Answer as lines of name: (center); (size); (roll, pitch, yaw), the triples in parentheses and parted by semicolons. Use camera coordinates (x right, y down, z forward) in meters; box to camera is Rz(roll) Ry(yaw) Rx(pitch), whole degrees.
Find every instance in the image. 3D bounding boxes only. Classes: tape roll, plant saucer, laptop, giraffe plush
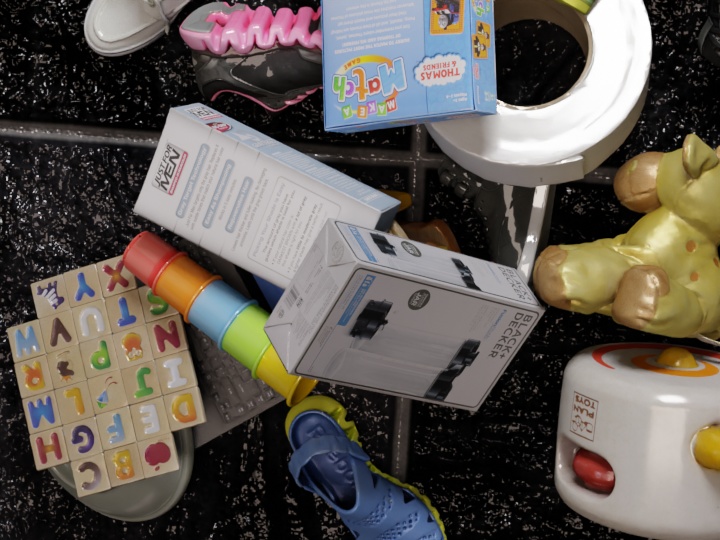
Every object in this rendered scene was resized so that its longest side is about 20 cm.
tape roll: (0.139, -0.172, 1.252); (0.202, 0.071, 0.203); (-2, 78, 8)
plant saucer: (-0.247, 0.149, 1.410); (0.200, 0.050, 0.200); (12, 113, 29)
laptop: (-0.118, 0.046, 1.348); (0.200, 0.103, 0.177); (-29, 90, 1)
giraffe plush: (0.254, -0.031, 1.252); (0.200, 0.173, 0.162); (14, 93, 5)

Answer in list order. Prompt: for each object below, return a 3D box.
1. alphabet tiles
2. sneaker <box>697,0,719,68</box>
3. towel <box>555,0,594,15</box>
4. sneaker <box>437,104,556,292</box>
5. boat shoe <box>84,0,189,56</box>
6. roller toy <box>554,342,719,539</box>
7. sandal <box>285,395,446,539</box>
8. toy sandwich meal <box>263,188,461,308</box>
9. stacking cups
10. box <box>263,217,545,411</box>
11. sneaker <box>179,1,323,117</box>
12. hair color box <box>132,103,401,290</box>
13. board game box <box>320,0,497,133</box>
alphabet tiles: (-0.229, 0.094, 1.359); (0.166, 0.006, 0.200); (-16, 81, 12)
sneaker: (0.309, -0.211, 1.220); (0.100, 0.070, 0.200); (-28, 117, 26)
towel: (0.194, -0.308, 1.206); (0.086, 0.018, 0.200); (31, 94, -1)
sneaker: (0.114, -0.051, 1.319); (0.099, 0.071, 0.200); (10, 97, 12)
boat shoe: (-0.172, -0.257, 1.331); (0.202, 0.086, 0.075); (-33, 92, 16)
roller toy: (0.255, 0.133, 1.257); (0.182, 0.200, 0.140); (7, 101, 17)
sandal: (-0.002, 0.207, 1.382); (0.200, 0.087, 0.079); (45, 104, -1)
toy sandwich meal: (0.000, 0.000, 1.348); (0.205, 0.070, 0.205); (19, 124, 31)
stacking cups: (-0.121, 0.037, 1.307); (0.200, 0.061, 0.061); (35, 106, 12)
box: (0.038, 0.039, 1.225); (0.200, 0.060, 0.117); (15, 117, -37)
sneaker: (-0.058, -0.180, 1.338); (0.200, 0.079, 0.095); (6, 123, 12)
hair color box: (-0.079, -0.053, 1.267); (0.200, 0.061, 0.099); (27, 108, 12)
board game box: (0.035, -0.216, 1.210); (0.151, 0.037, 0.200); (-3, 87, 38)
